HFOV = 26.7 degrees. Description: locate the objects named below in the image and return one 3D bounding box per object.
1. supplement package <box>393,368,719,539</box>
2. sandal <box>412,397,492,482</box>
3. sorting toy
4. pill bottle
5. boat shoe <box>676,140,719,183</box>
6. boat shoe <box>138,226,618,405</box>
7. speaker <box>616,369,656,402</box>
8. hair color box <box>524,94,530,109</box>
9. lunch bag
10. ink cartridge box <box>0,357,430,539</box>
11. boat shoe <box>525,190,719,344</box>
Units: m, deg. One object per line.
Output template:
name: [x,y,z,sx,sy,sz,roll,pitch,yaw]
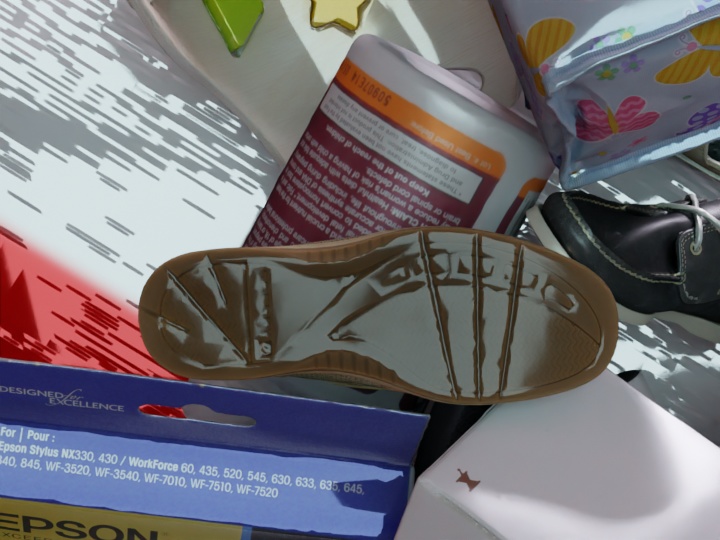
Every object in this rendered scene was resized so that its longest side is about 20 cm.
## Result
supplement package: [0.078,0.155,0.679,0.117,0.201,0.117,36,47,20]
sandal: [0.044,0.078,0.729,0.076,0.201,0.043,-18,50,-42]
sorting toy: [-0.007,-0.135,0.773,0.199,0.107,0.181,-30,102,-6]
pill bottle: [0.000,0.000,0.732,0.113,0.114,0.201,29,101,-2]
boat shoe: [0.183,-0.090,0.797,0.199,0.068,0.075,31,84,-2]
boat shoe: [0.009,0.016,0.645,0.198,0.065,0.072,4,91,4]
speaker: [0.148,0.154,0.770,0.081,0.081,0.202,-26,88,-7]
hair color box: [0.148,-0.176,0.768,0.099,0.061,0.202,9,69,12]
lunch bag: [0.150,-0.151,0.658,0.198,0.127,0.171,-21,66,5]
ink cartridge box: [-0.080,0.116,0.697,0.195,0.201,0.047,7,59,-4]
boat shoe: [0.148,-0.014,0.734,0.068,0.199,0.072,-46,56,25]
